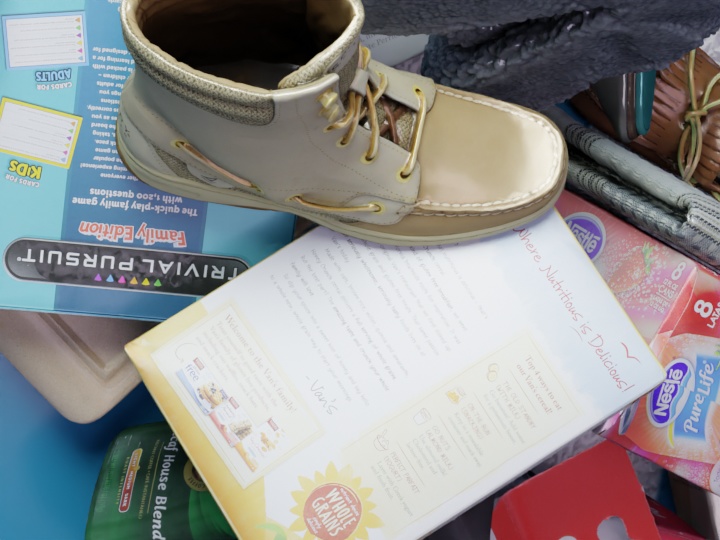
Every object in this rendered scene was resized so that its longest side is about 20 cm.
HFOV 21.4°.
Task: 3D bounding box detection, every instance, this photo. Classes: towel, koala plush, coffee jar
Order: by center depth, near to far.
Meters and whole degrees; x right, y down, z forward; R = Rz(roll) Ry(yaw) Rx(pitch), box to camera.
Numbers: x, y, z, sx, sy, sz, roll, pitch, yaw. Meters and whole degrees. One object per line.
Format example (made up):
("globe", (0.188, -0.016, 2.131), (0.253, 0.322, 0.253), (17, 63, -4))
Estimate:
("koala plush", (0.079, -0.195, 0.837), (0.177, 0.184, 0.200), (27, 56, -55))
("coffee jar", (-0.029, 0.114, 0.935), (0.200, 0.104, 0.085), (-12, 131, 20))
("towel", (0.183, -0.020, 0.984), (0.192, 0.200, 0.035), (26, 96, -30))

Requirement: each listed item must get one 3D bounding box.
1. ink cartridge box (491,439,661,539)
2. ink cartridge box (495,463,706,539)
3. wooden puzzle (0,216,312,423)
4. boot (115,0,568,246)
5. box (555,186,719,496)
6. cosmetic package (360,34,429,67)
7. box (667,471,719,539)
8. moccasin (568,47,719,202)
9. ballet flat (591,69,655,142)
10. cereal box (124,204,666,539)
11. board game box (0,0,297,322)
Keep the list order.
("ink cartridge box", (0.076, 0.196, 0.980), (0.200, 0.050, 0.161), (-26, 122, -2))
("ink cartridge box", (0.070, 0.178, 1.058), (0.200, 0.084, 0.145), (18, 98, -26))
("wooden puzzle", (-0.126, -0.053, 0.923), (0.200, 0.037, 0.185), (-42, 104, 0))
("boot", (-0.001, -0.070, 0.775), (0.200, 0.155, 0.073), (9, 74, -4))
("box", (0.134, 0.027, 0.976), (0.103, 0.200, 0.095), (27, 96, -26))
("cosmetic package", (-0.016, -0.198, 0.918), (0.101, 0.071, 0.200), (-24, 113, -13))
("box", (0.242, 0.172, 1.093), (0.095, 0.078, 0.200), (-11, 92, -7))
("moccasin", (0.188, -0.076, 1.034), (0.201, 0.078, 0.074), (38, 88, -23))
("ballet flat", (0.126, -0.163, 0.973), (0.064, 0.067, 0.200), (5, 81, 16))
("cereal box", (0.016, 0.043, 0.853), (0.200, 0.040, 0.144), (-31, 79, -6))
("board game box", (-0.099, -0.078, 0.871), (0.151, 0.047, 0.200), (6, 106, -11))
